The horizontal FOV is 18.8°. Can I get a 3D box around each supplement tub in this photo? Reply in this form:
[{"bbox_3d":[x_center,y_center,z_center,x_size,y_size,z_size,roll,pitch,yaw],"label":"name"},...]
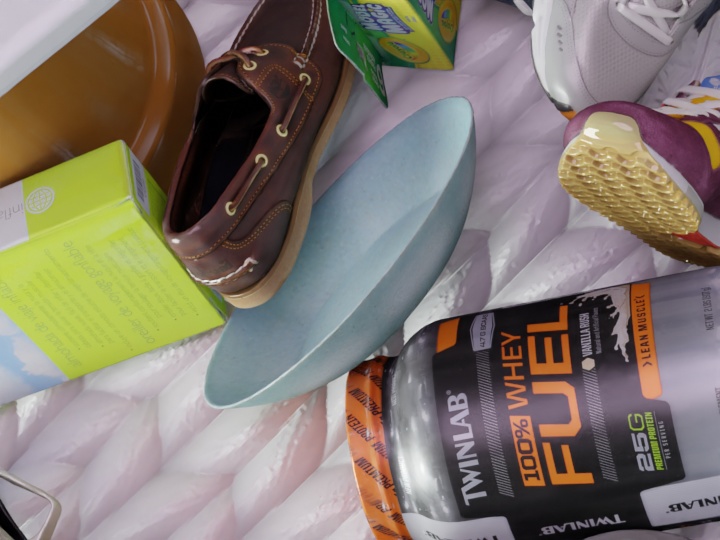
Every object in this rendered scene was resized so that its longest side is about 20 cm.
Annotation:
[{"bbox_3d":[0.100,0.074,1.061,0.200,0.123,0.123,-12,74,12],"label":"supplement tub"}]

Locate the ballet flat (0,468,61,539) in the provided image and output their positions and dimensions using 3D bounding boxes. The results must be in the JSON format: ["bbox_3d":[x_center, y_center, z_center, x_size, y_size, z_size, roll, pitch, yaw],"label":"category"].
[{"bbox_3d":[-0.173,0.156,1.142,0.200,0.073,0.073,41,89,22],"label":"ballet flat"}]

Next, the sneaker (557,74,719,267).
[{"bbox_3d":[0.156,-0.061,1.041,0.075,0.200,0.090,15,82,28],"label":"sneaker"}]

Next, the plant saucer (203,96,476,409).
[{"bbox_3d":[0.000,0.000,1.093,0.039,0.201,0.201,40,88,-16],"label":"plant saucer"}]

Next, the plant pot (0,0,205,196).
[{"bbox_3d":[-0.204,-0.111,1.155,0.200,0.183,0.200,-4,76,14],"label":"plant pot"}]

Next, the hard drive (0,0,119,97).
[{"bbox_3d":[-0.228,-0.120,1.052,0.200,0.027,0.132,-39,69,4],"label":"hard drive"}]

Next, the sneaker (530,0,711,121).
[{"bbox_3d":[0.155,-0.157,1.036,0.200,0.076,0.092,-62,27,-9],"label":"sneaker"}]

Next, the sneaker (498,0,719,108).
[{"bbox_3d":[0.116,-0.145,1.144,0.079,0.130,0.199,-33,108,-24],"label":"sneaker"}]

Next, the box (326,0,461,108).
[{"bbox_3d":[0.025,-0.194,1.151,0.048,0.117,0.200,6,79,17],"label":"box"}]

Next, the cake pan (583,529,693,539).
[{"bbox_3d":[0.137,0.220,1.001,0.200,0.037,0.200,13,61,-25],"label":"cake pan"}]

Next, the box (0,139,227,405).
[{"bbox_3d":[-0.185,0.015,1.147,0.200,0.122,0.048,-21,52,11],"label":"box"}]

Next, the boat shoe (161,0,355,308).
[{"bbox_3d":[-0.054,-0.081,1.140,0.070,0.070,0.200,-16,49,35],"label":"boat shoe"}]
